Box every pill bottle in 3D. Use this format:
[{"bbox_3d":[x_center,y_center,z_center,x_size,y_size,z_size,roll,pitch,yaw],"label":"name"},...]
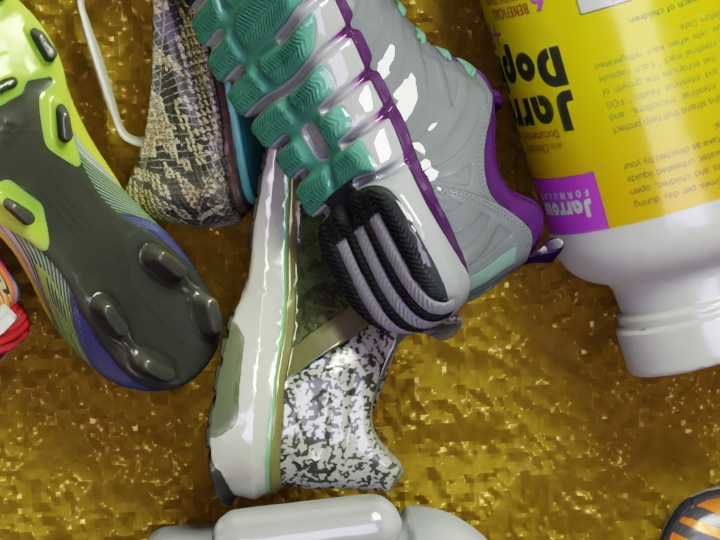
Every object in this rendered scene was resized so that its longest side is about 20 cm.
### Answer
[{"bbox_3d":[0.113,-0.065,1.178,0.104,0.104,0.201,-17,97,-3],"label":"pill bottle"}]

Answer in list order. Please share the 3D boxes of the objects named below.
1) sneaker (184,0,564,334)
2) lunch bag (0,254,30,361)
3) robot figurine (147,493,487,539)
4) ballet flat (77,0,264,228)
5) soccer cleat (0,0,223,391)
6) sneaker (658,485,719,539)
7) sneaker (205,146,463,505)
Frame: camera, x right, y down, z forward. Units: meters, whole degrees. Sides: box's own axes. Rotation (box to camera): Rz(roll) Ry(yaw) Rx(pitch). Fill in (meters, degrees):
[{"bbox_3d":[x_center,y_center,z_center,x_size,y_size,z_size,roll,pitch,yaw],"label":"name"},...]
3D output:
[{"bbox_3d":[0.002,-0.077,1.141,0.087,0.074,0.201,-23,87,-38],"label":"sneaker"},{"bbox_3d":[-0.225,0.039,1.131,0.199,0.176,0.082,-27,94,0],"label":"lunch bag"},{"bbox_3d":[-0.019,0.153,1.192,0.199,0.113,0.170,-4,136,-5],"label":"robot figurine"},{"bbox_3d":[-0.076,-0.117,1.189,0.075,0.068,0.201,2,98,11],"label":"ballet flat"},{"bbox_3d":[-0.128,-0.034,1.170,0.065,0.084,0.201,-41,111,-19],"label":"soccer cleat"},{"bbox_3d":[0.220,0.144,1.212,0.199,0.112,0.078,20,94,-7],"label":"sneaker"},{"bbox_3d":[0.000,0.000,1.180,0.088,0.077,0.201,11,80,5],"label":"sneaker"}]
